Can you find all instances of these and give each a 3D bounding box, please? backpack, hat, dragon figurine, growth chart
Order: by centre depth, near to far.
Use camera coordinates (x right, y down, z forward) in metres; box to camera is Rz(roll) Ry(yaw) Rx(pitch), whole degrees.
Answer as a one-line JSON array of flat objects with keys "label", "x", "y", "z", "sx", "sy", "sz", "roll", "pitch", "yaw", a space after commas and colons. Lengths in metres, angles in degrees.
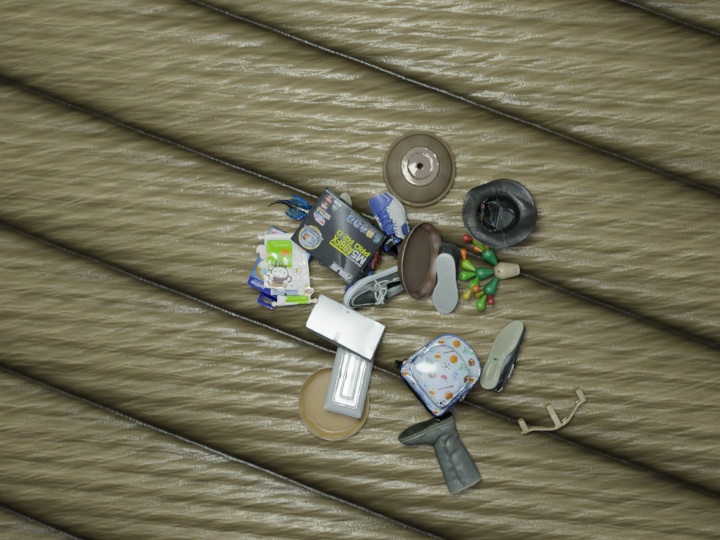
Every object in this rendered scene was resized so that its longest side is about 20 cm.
[{"label": "growth chart", "x": -0.198, "y": -0.003, "z": 1.712, "sx": 0.142, "sy": 0.018, "sz": 0.204, "roll": -10, "pitch": 92, "yaw": 3}, {"label": "backpack", "x": 0.217, "y": 0.264, "z": 1.713, "sx": 0.190, "sy": 0.154, "sz": 0.201, "roll": -39, "pitch": 85, "yaw": -11}, {"label": "hat", "x": 0.361, "y": -0.139, "z": 1.714, "sx": 0.196, "sy": 0.081, "sz": 0.205, "roll": 0, "pitch": 73, "yaw": 2}, {"label": "dragon figurine", "x": -0.163, "y": -0.165, "z": 1.731, "sx": 0.197, "sy": 0.099, "sz": 0.060, "roll": 23, "pitch": 94, "yaw": 10}]

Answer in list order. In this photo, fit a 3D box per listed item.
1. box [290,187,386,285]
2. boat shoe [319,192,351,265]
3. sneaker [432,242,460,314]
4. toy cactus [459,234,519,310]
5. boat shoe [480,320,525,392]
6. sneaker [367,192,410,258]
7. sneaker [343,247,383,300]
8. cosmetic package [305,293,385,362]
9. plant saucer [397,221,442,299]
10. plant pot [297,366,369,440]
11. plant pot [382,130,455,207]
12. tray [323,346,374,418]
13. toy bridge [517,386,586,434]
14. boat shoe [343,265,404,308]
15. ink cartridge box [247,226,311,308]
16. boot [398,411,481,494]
[{"label": "box", "x": -0.055, "y": -0.087, "z": 1.659, "sx": 0.199, "sy": 0.044, "sz": 0.161, "roll": 37, "pitch": 103, "yaw": -5}, {"label": "boat shoe", "x": -0.069, "y": -0.110, "z": 1.744, "sx": 0.067, "sy": 0.071, "sz": 0.204, "roll": 6, "pitch": 85, "yaw": 34}, {"label": "sneaker", "x": 0.235, "y": 0.016, "z": 1.736, "sx": 0.069, "sy": 0.100, "sz": 0.203, "roll": 8, "pitch": 127, "yaw": 16}, {"label": "toy cactus", "x": 0.344, "y": 0.000, "z": 1.729, "sx": 0.162, "sy": 0.102, "sz": 0.204, "roll": -5, "pitch": 84, "yaw": -7}, {"label": "boat shoe", "x": 0.391, "y": 0.232, "z": 1.752, "sx": 0.067, "sy": 0.071, "sz": 0.203, "roll": 28, "pitch": 86, "yaw": -35}, {"label": "sneaker", "x": 0.086, "y": -0.108, "z": 1.709, "sx": 0.080, "sy": 0.115, "sz": 0.202, "roll": -30, "pitch": 90, "yaw": 24}, {"label": "sneaker", "x": 0.000, "y": 0.000, "z": 1.755, "sx": 0.074, "sy": 0.078, "sz": 0.203, "roll": 10, "pitch": 109, "yaw": -38}, {"label": "cosmetic package", "x": -0.040, "y": 0.155, "z": 1.742, "sx": 0.197, "sy": 0.074, "sz": 0.103, "roll": 24, "pitch": 77, "yaw": 5}, {"label": "plant saucer", "x": 0.152, "y": -0.027, "z": 1.699, "sx": 0.034, "sy": 0.199, "sz": 0.205, "roll": 9, "pitch": 93, "yaw": 36}, {"label": "plant pot", "x": -0.073, "y": 0.364, "z": 1.791, "sx": 0.196, "sy": 0.027, "sz": 0.204, "roll": 0, "pitch": 93, "yaw": 3}, {"label": "plant pot", "x": 0.157, "y": -0.272, "z": 1.719, "sx": 0.196, "sy": 0.093, "sz": 0.205, "roll": 0, "pitch": 92, "yaw": 2}, {"label": "tray", "x": -0.027, "y": 0.286, "z": 1.757, "sx": 0.105, "sy": 0.022, "sz": 0.204, "roll": 13, "pitch": 76, "yaw": 1}, {"label": "toy bridge", "x": 0.522, "y": 0.393, "z": 1.761, "sx": 0.198, "sy": 0.027, "sz": 0.068, "roll": -30, "pitch": 92, "yaw": 4}, {"label": "boat shoe", "x": 0.052, "y": 0.055, "z": 1.721, "sx": 0.196, "sy": 0.068, "sz": 0.075, "roll": -21, "pitch": 130, "yaw": -19}, {"label": "ink cartridge box", "x": -0.217, "y": 0.000, "z": 1.759, "sx": 0.134, "sy": 0.076, "sz": 0.203, "roll": 23, "pitch": 95, "yaw": 2}, {"label": "boot", "x": 0.215, "y": 0.508, "z": 1.769, "sx": 0.179, "sy": 0.073, "sz": 0.203, "roll": -20, "pitch": 98, "yaw": 5}]
